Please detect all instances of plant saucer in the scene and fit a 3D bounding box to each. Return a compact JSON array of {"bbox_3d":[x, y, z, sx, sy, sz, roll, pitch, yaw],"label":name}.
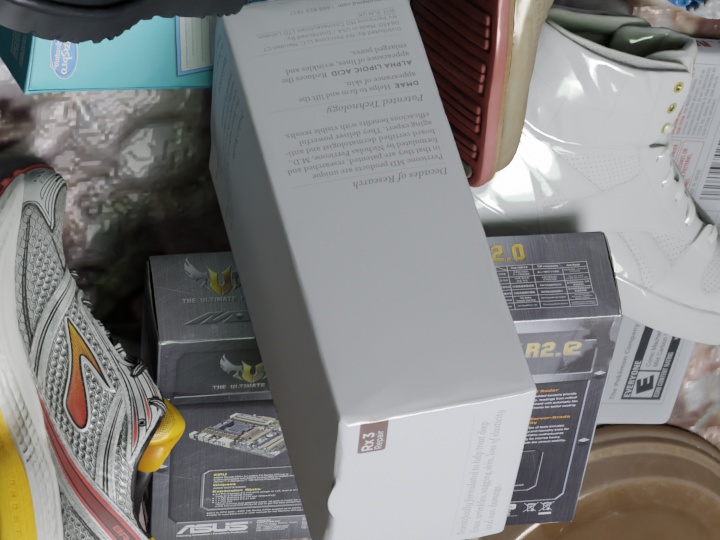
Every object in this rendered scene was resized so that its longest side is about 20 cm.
[{"bbox_3d":[0.118,0.169,1.448,0.199,0.029,0.201,-13,123,-20],"label":"plant saucer"}]

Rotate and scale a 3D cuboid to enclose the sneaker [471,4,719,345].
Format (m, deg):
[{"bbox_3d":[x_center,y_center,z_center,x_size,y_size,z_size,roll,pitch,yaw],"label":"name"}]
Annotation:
[{"bbox_3d":[0.130,-0.045,1.262,0.199,0.074,0.116,24,111,-34],"label":"sneaker"}]

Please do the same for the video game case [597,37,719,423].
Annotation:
[{"bbox_3d":[0.092,-0.017,1.322,0.181,0.023,0.201,2,119,-28],"label":"video game case"}]

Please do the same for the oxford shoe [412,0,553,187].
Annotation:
[{"bbox_3d":[0.069,-0.127,1.153,0.074,0.070,0.201,-11,125,-27],"label":"oxford shoe"}]

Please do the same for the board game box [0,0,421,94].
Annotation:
[{"bbox_3d":[-0.040,-0.151,1.155,0.199,0.047,0.152,-3,121,-25],"label":"board game box"}]

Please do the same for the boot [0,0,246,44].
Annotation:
[{"bbox_3d":[-0.059,-0.167,1.019,0.198,0.073,0.163,-14,141,-58],"label":"boot"}]

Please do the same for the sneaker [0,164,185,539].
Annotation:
[{"bbox_3d":[-0.115,0.053,1.169,0.082,0.201,0.078,-10,165,-4],"label":"sneaker"}]

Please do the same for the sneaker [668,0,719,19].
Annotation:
[{"bbox_3d":[0.154,-0.180,1.191,0.087,0.075,0.200,-51,166,-20],"label":"sneaker"}]

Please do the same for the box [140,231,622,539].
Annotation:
[{"bbox_3d":[0.004,0.054,1.245,0.199,0.049,0.159,-4,142,-8],"label":"box"}]

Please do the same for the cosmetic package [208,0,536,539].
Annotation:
[{"bbox_3d":[0.000,0.000,1.118,0.081,0.201,0.113,-11,150,-12],"label":"cosmetic package"}]
